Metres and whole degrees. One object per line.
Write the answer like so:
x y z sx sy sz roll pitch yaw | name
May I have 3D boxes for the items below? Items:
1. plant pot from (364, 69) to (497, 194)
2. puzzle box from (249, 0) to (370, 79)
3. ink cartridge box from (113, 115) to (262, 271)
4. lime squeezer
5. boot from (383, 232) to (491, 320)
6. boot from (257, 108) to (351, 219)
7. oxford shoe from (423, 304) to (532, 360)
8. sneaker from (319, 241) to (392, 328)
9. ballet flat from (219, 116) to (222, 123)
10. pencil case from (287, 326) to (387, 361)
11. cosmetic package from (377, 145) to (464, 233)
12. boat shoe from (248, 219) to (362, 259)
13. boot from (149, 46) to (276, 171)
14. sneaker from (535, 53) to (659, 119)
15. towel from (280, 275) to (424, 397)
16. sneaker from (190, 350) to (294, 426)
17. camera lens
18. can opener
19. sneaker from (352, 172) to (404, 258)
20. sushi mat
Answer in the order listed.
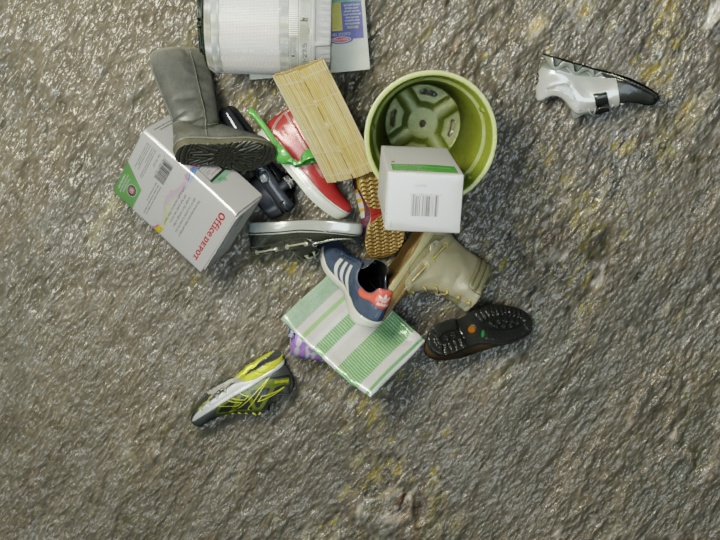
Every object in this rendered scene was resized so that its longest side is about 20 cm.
0.103 -0.221 1.648 0.198 0.184 0.203 0 106 -1 | plant pot
-0.086 -0.380 1.683 0.198 0.025 0.134 -4 104 0 | puzzle box
-0.274 -0.122 1.669 0.200 0.084 0.145 42 129 4 | ink cartridge box
-0.093 -0.195 1.672 0.198 0.038 0.071 17 65 4 | lime squeezer
0.117 0.031 1.755 0.155 0.073 0.201 37 78 -16 | boot
-0.051 -0.194 1.713 0.144 0.072 0.200 -39 99 7 | boot
0.198 0.108 1.803 0.198 0.085 0.073 -9 70 -15 | oxford shoe
0.000 0.000 1.705 0.074 0.201 0.085 8 125 -37 | sneaker
-0.243 -0.167 1.722 0.070 0.071 0.202 -15 103 3 | ballet flat
-0.027 0.119 1.793 0.198 0.084 0.086 12 81 -6 | pencil case
0.081 -0.116 1.477 0.106 0.200 0.086 1 107 -3 | cosmetic package
-0.090 -0.051 1.732 0.198 0.071 0.064 -1 92 19 | boat shoe
-0.232 -0.256 1.652 0.180 0.201 0.073 5 140 -31 | boot
0.377 -0.282 1.698 0.198 0.074 0.089 15 104 5 | sneaker
-0.009 0.097 1.747 0.200 0.023 0.152 43 66 9 | towel
-0.201 0.223 1.817 0.199 0.075 0.085 -33 104 7 | sneaker
-0.142 -0.377 1.587 0.198 0.160 0.162 1 105 -1 | camera lens
-0.169 -0.179 1.716 0.078 0.063 0.201 -29 104 7 | can opener
0.028 -0.114 1.737 0.074 0.091 0.201 -10 132 -6 | sneaker
-0.052 -0.223 1.597 0.095 0.012 0.201 -11 124 27 | sushi mat
